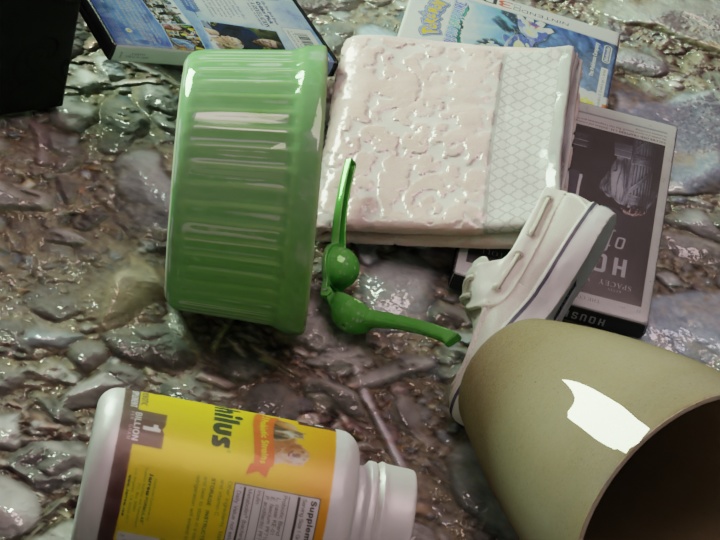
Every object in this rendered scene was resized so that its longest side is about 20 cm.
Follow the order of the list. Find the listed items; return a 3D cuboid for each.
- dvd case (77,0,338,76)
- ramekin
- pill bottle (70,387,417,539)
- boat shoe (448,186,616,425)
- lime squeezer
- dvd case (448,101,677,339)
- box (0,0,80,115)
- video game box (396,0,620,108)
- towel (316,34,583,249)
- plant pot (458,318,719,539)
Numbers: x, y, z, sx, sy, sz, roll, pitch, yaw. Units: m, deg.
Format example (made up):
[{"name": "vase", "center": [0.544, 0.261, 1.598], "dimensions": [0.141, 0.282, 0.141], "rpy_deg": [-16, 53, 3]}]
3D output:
[{"name": "dvd case", "center": [-0.129, -0.202, 1.878], "dimensions": [0.200, 0.018, 0.143], "rpy_deg": [1, 39, -34]}, {"name": "ramekin", "center": [-0.079, -0.059, 1.684], "dimensions": [0.097, 0.200, 0.200], "rpy_deg": [5, 38, -3]}, {"name": "pill bottle", "center": [-0.071, 0.141, 1.497], "dimensions": [0.200, 0.109, 0.109], "rpy_deg": [11, 37, -7]}, {"name": "boat shoe", "center": [0.104, 0.021, 1.712], "dimensions": [0.070, 0.071, 0.200], "rpy_deg": [28, 65, 15]}, {"name": "lime squeezer", "center": [0.000, 0.000, 1.738], "dimensions": [0.038, 0.071, 0.200], "rpy_deg": [26, 25, -41]}, {"name": "dvd case", "center": [0.156, -0.049, 1.854], "dimensions": [0.150, 0.025, 0.200], "rpy_deg": [15, 51, -1]}, {"name": "box", "center": [-0.321, -0.199, 1.804], "dimensions": [0.200, 0.149, 0.124], "rpy_deg": [-11, 45, -33]}, {"name": "video game box", "center": [0.112, -0.153, 1.994], "dimensions": [0.182, 0.047, 0.200], "rpy_deg": [14, 38, 1]}, {"name": "towel", "center": [0.066, -0.099, 1.849], "dimensions": [0.191, 0.032, 0.200], "rpy_deg": [2, 49, 9]}, {"name": "plant pot", "center": [0.156, 0.115, 1.580], "dimensions": [0.187, 0.188, 0.200], "rpy_deg": [-9, 30, -30]}]
